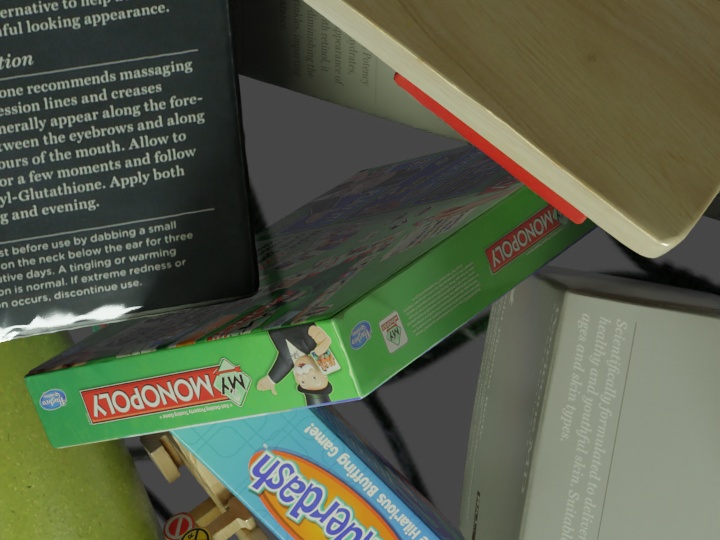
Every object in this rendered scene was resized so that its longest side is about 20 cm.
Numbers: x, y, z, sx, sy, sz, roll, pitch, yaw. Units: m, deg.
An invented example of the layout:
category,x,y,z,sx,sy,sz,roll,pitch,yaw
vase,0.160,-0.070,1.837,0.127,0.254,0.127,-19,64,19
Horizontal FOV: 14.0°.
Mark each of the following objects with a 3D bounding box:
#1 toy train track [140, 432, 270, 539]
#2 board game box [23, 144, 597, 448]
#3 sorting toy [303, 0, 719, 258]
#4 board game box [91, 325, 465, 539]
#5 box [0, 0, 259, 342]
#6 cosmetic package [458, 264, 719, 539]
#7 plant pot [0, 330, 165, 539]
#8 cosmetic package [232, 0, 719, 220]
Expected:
category,x,y,z,sx,sy,sz,roll,pitch,yaw
toy train track,-0.042,0.126,1.170,0.200,0.033,0.115,47,170,41
board game box,0.000,0.000,0.981,0.135,0.200,0.029,-11,105,39
sorting toy,0.055,-0.133,0.840,0.200,0.199,0.070,37,163,0
board game box,-0.018,0.078,1.118,0.200,0.045,0.152,46,180,-12
box,-0.105,-0.100,0.939,0.107,0.148,0.200,-9,115,-10
cosmetic package,0.086,0.056,0.963,0.090,0.107,0.200,10,180,0
plant pot,-0.170,0.090,1.215,0.187,0.187,0.200,7,117,28
cosmetic package,0.048,-0.098,0.956,0.200,0.074,0.102,18,136,15
